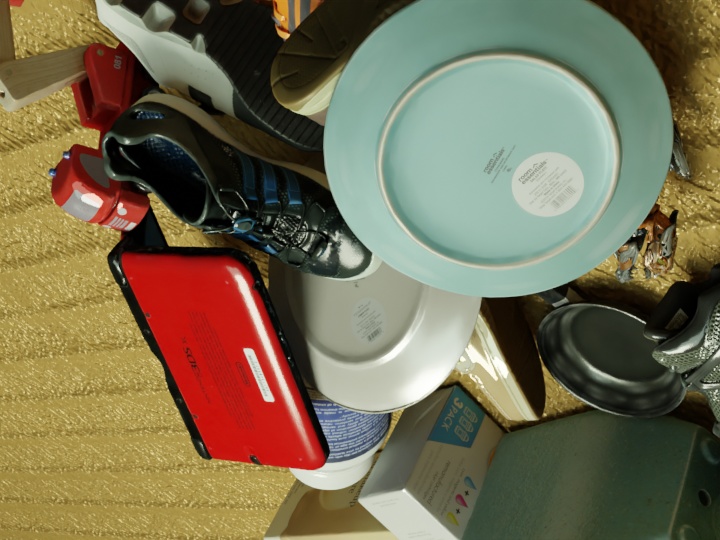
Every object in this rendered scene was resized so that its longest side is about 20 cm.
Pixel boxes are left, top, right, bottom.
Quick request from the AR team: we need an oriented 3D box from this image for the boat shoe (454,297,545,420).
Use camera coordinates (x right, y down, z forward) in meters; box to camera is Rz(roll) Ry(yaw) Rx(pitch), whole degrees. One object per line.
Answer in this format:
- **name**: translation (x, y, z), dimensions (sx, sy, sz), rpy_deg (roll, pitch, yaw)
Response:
- **boat shoe**: translation (0.070, 0.032, 0.912), dimensions (0.069, 0.074, 0.201), rpy_deg (-22, 110, 28)

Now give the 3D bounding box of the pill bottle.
- **pill bottle**: translation (-0.027, 0.095, 1.027), dimensions (0.110, 0.111, 0.201), rpy_deg (20, 142, 16)

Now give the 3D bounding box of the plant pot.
- **plant pot**: translation (0.213, 0.223, 0.944), dimensions (0.196, 0.197, 0.200), rpy_deg (42, 137, -13)

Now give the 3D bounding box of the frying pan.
- **frying pan**: translation (0.153, 0.042, 0.905), dimensions (0.190, 0.031, 0.115), rpy_deg (33, 143, 5)

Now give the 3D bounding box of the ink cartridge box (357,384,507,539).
- **ink cartridge box**: translation (0.105, 0.209, 1.059), dimensions (0.200, 0.115, 0.068), rpy_deg (45, 142, -18)

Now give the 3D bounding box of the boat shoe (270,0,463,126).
- **boat shoe**: translation (0.038, -0.153, 0.710), dimensions (0.199, 0.074, 0.065), rpy_deg (-32, 145, 22)

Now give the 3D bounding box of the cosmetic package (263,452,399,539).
- **cosmetic package**: translation (0.013, 0.230, 1.160), dimensions (0.199, 0.105, 0.071), rpy_deg (-16, 122, 43)

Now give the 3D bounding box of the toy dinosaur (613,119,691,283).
- **toy dinosaur**: translation (0.124, -0.083, 0.757), dimensions (0.135, 0.102, 0.201), rpy_deg (-19, 86, 30)

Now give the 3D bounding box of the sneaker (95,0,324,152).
- **sneaker**: translation (-0.097, -0.146, 0.851), dimensions (0.200, 0.074, 0.089), rpy_deg (38, 157, -4)

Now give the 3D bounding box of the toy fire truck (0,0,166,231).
- **toy fire truck**: translation (-0.208, -0.136, 0.872), dimensions (0.140, 0.201, 0.049), rpy_deg (16, 152, -27)

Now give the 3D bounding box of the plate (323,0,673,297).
- **plate**: translation (0.077, -0.064, 0.698), dimensions (0.199, 0.026, 0.201), rpy_deg (2, 121, 3)

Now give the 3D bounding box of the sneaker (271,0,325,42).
- **sneaker**: translation (-0.066, -0.183, 0.771), dimensions (0.199, 0.078, 0.112), rpy_deg (8, 136, 29)

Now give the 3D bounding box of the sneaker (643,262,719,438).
- **sneaker**: translation (0.250, 0.072, 0.836), dimensions (0.114, 0.076, 0.200), rpy_deg (16, 137, 23)

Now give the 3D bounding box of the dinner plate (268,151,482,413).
- **dinner plate**: translation (0.000, 0.000, 0.866), dimensions (0.199, 0.024, 0.202), rpy_deg (1, 91, 41)

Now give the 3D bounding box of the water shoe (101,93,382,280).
- **water shoe**: translation (-0.080, -0.040, 0.821), dimensions (0.199, 0.079, 0.072), rpy_deg (29, 125, 2)

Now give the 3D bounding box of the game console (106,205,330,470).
- **game console**: translation (-0.102, 0.036, 0.938), dimensions (0.171, 0.119, 0.201), rpy_deg (1, 128, 29)
